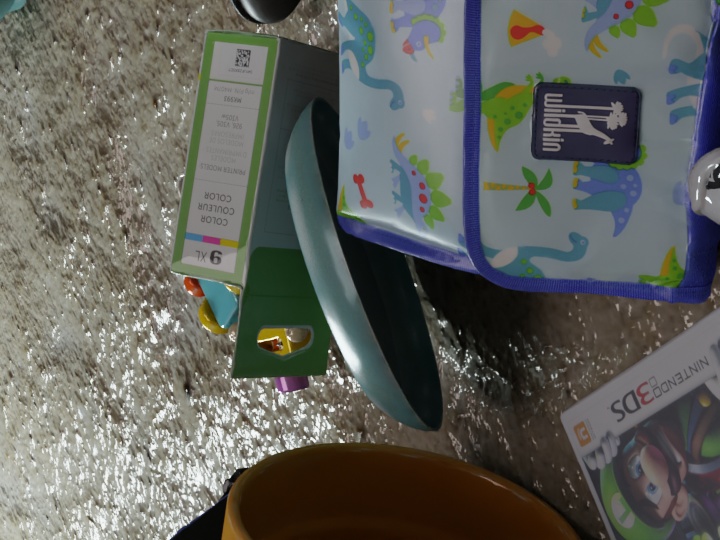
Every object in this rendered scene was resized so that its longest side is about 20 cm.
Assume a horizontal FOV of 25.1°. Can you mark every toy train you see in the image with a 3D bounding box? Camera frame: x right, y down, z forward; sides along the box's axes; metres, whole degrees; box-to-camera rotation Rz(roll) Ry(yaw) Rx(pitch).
[{"bbox_3d":[-0.057,-0.002,1.123,0.200,0.056,0.151,30,125,50],"label":"toy train"}]

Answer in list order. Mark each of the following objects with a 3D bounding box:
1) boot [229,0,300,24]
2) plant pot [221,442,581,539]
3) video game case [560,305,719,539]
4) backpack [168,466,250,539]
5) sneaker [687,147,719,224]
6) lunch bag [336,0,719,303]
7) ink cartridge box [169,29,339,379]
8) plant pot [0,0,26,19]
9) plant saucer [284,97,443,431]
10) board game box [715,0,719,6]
[{"bbox_3d":[-0.009,-0.178,0.942,0.174,0.069,0.200,59,145,31],"label":"boot"},{"bbox_3d":[0.011,0.222,0.903,0.200,0.200,0.184,35,120,51],"label":"plant pot"},{"bbox_3d":[0.182,0.129,0.772,0.182,0.023,0.200,-47,61,57],"label":"video game case"},{"bbox_3d":[-0.090,0.277,1.174,0.134,0.182,0.200,31,145,36],"label":"backpack"},{"bbox_3d":[0.206,0.001,0.619,0.200,0.075,0.115,0,98,58],"label":"sneaker"},{"bbox_3d":[0.085,-0.086,0.765,0.200,0.127,0.170,19,119,38],"label":"lunch bag"},{"bbox_3d":[-0.057,-0.038,0.981,0.059,0.104,0.200,9,92,31],"label":"ink cartridge box"},{"bbox_3d":[-0.390,-0.297,1.512,0.200,0.134,0.201,34,130,51],"label":"plant pot"},{"bbox_3d":[0.000,0.000,0.918,0.200,0.027,0.200,-21,-90,-80],"label":"plant saucer"},{"bbox_3d":[0.175,-0.224,0.604,0.165,0.057,0.200,-25,79,59],"label":"board game box"}]
